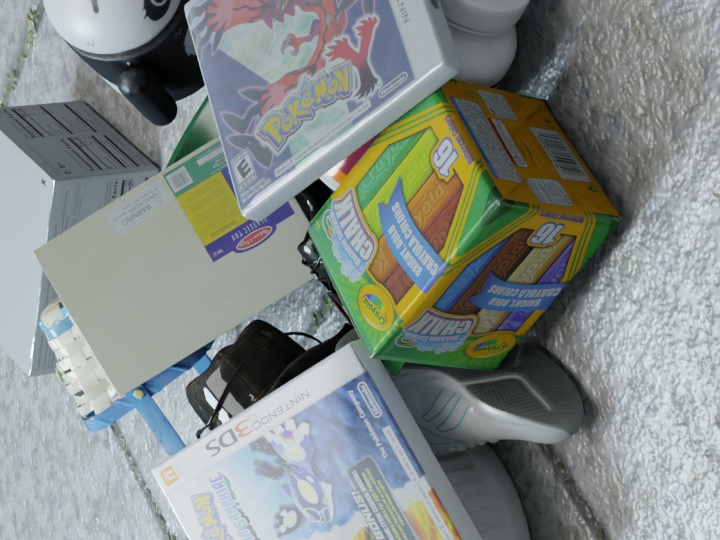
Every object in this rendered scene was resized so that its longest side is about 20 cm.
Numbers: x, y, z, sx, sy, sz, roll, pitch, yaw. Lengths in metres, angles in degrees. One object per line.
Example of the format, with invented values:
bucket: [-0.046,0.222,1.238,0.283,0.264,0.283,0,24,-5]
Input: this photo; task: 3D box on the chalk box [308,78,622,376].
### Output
chalk box: [0.056,-0.015,1.561,0.200,0.123,0.125,-51,50,29]

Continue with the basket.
basket: [-0.163,0.076,1.865,0.139,0.176,0.200,-37,99,14]

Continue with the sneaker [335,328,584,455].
sneaker: [0.075,0.094,1.636,0.199,0.070,0.081,14,130,35]

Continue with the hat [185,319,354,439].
hat: [-0.085,0.092,1.750,0.081,0.200,0.201,40,133,11]

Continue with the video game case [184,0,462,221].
video game case: [-0.031,-0.161,1.564,0.200,0.023,0.183,-35,58,32]

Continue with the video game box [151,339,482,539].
video game box: [-0.025,0.179,1.607,0.182,0.047,0.201,-33,82,18]

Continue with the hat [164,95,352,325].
hat: [-0.064,-0.051,1.862,0.165,0.175,0.201,-34,30,58]

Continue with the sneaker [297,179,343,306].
sneaker: [0.000,0.000,1.718,0.076,0.090,0.201,-40,65,48]

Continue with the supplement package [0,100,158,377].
supplement package: [-0.282,-0.032,2.098,0.156,0.110,0.201,39,126,44]

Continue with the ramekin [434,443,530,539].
ramekin: [0.028,0.214,1.707,0.200,0.104,0.202,15,109,54]

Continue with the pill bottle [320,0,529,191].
pill bottle: [0.040,-0.146,1.610,0.113,0.112,0.200,61,140,27]

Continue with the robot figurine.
robot figurine: [-0.173,-0.208,1.820,0.125,0.200,0.150,-47,66,-1]

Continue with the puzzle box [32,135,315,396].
puzzle box: [-0.135,-0.010,1.758,0.134,0.199,0.025,59,-176,-2]
